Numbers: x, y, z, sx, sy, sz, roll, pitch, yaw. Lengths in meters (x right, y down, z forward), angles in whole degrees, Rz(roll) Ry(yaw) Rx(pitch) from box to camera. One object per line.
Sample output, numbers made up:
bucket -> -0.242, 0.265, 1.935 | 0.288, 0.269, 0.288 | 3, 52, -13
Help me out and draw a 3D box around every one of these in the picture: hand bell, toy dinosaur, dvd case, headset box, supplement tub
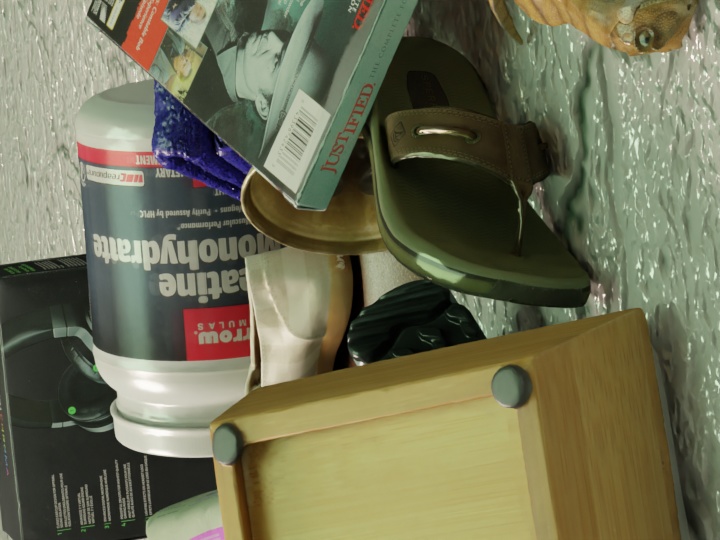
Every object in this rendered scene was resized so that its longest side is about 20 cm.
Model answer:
hand bell -> -0.009, -0.119, 1.308 | 0.104, 0.104, 0.200 | 107, 163, -57
toy dinosaur -> 0.067, -0.124, 1.027 | 0.200, 0.060, 0.106 | -141, 45, -70
dvd case -> -0.048, -0.136, 1.205 | 0.200, 0.022, 0.146 | 42, 115, 45
headset box -> -0.140, 0.076, 1.633 | 0.093, 0.200, 0.175 | -166, 69, -74
supplement tub -> -0.087, -0.006, 1.506 | 0.140, 0.140, 0.200 | -145, 50, -71

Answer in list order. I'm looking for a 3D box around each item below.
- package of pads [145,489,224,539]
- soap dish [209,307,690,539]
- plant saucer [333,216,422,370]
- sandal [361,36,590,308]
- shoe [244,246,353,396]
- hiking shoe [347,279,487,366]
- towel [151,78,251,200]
package of pads -> -0.026, 0.196, 1.265 | 0.154, 0.068, 0.200 | -26, 81, 63
soap dish -> 0.032, 0.109, 1.045 | 0.200, 0.081, 0.158 | -13, 81, 37
plant saucer -> 0.000, 0.000, 1.387 | 0.200, 0.037, 0.201 | 174, 90, -76
sandal -> 0.043, -0.051, 1.129 | 0.201, 0.080, 0.057 | -113, 36, -48
shoe -> -0.042, 0.055, 1.396 | 0.200, 0.053, 0.070 | 99, 158, -47
hiking shoe -> 0.067, 0.092, 1.148 | 0.200, 0.074, 0.087 | 63, -174, 36
towel -> -0.051, -0.139, 1.335 | 0.148, 0.049, 0.200 | 21, -108, -65
